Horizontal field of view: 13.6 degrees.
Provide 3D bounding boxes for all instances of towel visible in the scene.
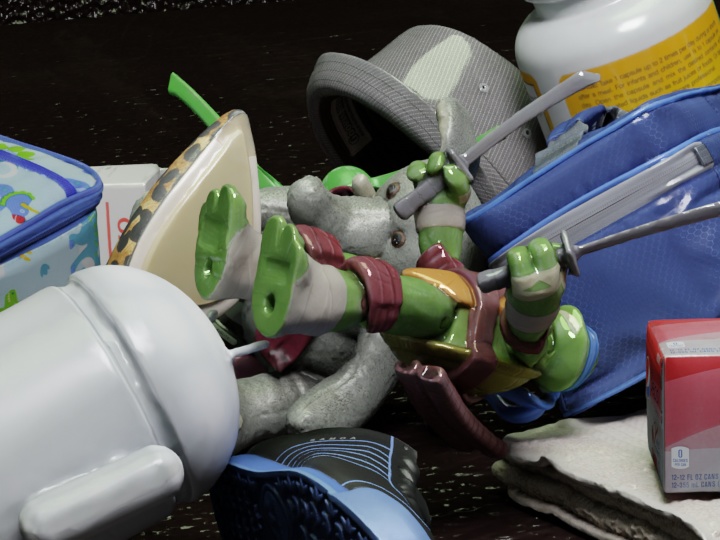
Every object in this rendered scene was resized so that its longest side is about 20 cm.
[{"bbox_3d":[0.157,0.095,1.383,0.132,0.035,0.200,-10,14,-26],"label":"towel"}]

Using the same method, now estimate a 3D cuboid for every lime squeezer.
[{"bbox_3d":[-0.019,-0.057,1.641,0.199,0.071,0.038,10,-24,22],"label":"lime squeezer"}]

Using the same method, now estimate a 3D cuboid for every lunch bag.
[{"bbox_3d":[-0.242,-0.024,1.581,0.199,0.083,0.160,21,32,32],"label":"lunch bag"},{"bbox_3d":[0.143,-0.023,1.512,0.135,0.133,0.200,-29,-2,18],"label":"lunch bag"}]

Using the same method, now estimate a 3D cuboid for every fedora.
[{"bbox_3d":[0.062,-0.063,1.718,0.090,0.200,0.177,-43,-1,-17],"label":"fedora"}]

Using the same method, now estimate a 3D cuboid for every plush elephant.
[{"bbox_3d":[0.000,0.000,1.541,0.199,0.155,0.165,7,49,-22],"label":"plush elephant"}]

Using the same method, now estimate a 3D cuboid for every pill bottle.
[{"bbox_3d":[0.150,-0.098,1.648,0.112,0.201,0.113,-20,17,7],"label":"pill bottle"}]

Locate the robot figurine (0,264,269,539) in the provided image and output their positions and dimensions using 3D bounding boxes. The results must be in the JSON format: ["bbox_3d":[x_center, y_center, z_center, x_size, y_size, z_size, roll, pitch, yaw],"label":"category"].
[{"bbox_3d":[-0.136,0.072,1.309,0.199,0.113,0.170,-29,33,-15],"label":"robot figurine"}]

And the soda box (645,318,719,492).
[{"bbox_3d":[0.227,0.056,1.324,0.199,0.064,0.070,-2,12,-1],"label":"soda box"}]

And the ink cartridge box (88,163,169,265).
[{"bbox_3d":[-0.171,0.003,1.717,0.199,0.117,0.068,-3,10,4],"label":"ink cartridge box"}]

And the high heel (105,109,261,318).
[{"bbox_3d":[-0.120,0.005,1.522,0.071,0.201,0.142,20,1,-31],"label":"high heel"}]

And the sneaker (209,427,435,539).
[{"bbox_3d":[0.001,0.103,1.300,0.078,0.071,0.200,-16,14,-21],"label":"sneaker"}]

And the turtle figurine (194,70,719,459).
[{"bbox_3d":[0.037,-0.021,1.354,0.193,0.200,0.144,6,44,-30],"label":"turtle figurine"}]

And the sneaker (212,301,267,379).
[{"bbox_3d":[-0.025,-0.002,1.711,0.079,0.096,0.200,30,26,14],"label":"sneaker"}]
